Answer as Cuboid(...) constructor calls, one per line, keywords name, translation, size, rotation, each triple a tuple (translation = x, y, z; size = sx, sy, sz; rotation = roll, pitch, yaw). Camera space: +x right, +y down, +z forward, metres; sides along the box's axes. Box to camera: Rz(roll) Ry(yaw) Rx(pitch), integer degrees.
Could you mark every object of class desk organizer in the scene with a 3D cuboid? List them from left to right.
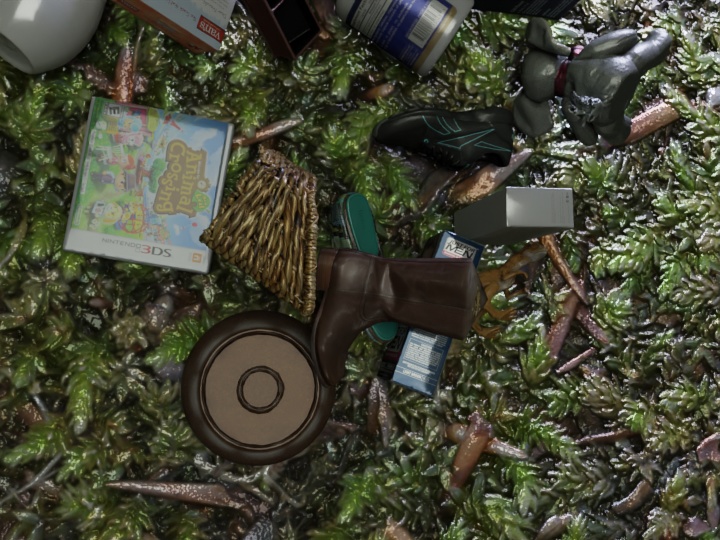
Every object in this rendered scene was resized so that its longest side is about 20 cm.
Cuboid(name="desk organizer", translation=(-0.115, -0.368, 0.883), size=(0.072, 0.077, 0.200), rotation=(-37, 123, -10))

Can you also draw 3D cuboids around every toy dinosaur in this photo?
Cuboid(name="toy dinosaur", translation=(0.136, 0.027, 0.859), size=(0.199, 0.060, 0.106), rotation=(-18, 57, -7))

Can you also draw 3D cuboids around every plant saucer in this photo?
Cuboid(name="plant saucer", translation=(-0.128, 0.151, 0.910), size=(0.199, 0.032, 0.201), rotation=(1, 86, -10))

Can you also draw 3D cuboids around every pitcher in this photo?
Cuboid(name="pitcher", translation=(-0.387, -0.351, 0.869), size=(0.171, 0.121, 0.200), rotation=(29, 70, 9))

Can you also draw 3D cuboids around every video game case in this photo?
Cuboid(name="video game case", translation=(-0.268, -0.108, 0.910), size=(0.181, 0.022, 0.201), rotation=(10, 84, -9))

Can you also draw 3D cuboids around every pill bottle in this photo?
Cuboid(name="pill bottle", translation=(0.036, -0.359, 0.932), size=(0.200, 0.120, 0.120), rotation=(34, 81, -5))

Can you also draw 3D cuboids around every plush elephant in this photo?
Cuboid(name="plush elephant", translation=(0.288, -0.258, 0.963), size=(0.155, 0.165, 0.200), rotation=(36, 40, 30))

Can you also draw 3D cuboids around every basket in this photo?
Cuboid(name="basket", translation=(-0.084, -0.046, 0.845), size=(0.149, 0.200, 0.143), rotation=(35, 85, -4))

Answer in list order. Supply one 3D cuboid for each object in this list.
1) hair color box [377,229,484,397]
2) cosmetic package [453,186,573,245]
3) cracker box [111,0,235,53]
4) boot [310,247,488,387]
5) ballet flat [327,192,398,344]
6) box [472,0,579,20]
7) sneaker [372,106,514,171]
Cuboid(name="hair color box", translation=(0.088, 0.055, 0.918), size=(0.060, 0.100, 0.201), rotation=(22, 82, -7))
Cuboid(name="cosmetic package", translation=(0.184, -0.065, 0.893), size=(0.082, 0.200, 0.051), rotation=(-2, 87, -10))
Cuboid(name="cracker box", translation=(-0.213, -0.395, 0.891), size=(0.134, 0.058, 0.201), rotation=(25, 79, -45))
Cuboid(name="boot", translation=(0.045, 0.067, 0.836), size=(0.199, 0.064, 0.187), rotation=(7, 111, 16))
Cuboid(name="ballet flat", translation=(0.000, 0.000, 0.926), size=(0.074, 0.074, 0.201), rotation=(-9, 83, -10))
Cuboid(name="box", translation=(0.219, -0.423, 0.927), size=(0.181, 0.200, 0.105), rotation=(2, 87, -10))
Cuboid(name="sneaker", translation=(0.116, -0.175, 0.954), size=(0.199, 0.075, 0.080), rotation=(-4, 88, -10))
